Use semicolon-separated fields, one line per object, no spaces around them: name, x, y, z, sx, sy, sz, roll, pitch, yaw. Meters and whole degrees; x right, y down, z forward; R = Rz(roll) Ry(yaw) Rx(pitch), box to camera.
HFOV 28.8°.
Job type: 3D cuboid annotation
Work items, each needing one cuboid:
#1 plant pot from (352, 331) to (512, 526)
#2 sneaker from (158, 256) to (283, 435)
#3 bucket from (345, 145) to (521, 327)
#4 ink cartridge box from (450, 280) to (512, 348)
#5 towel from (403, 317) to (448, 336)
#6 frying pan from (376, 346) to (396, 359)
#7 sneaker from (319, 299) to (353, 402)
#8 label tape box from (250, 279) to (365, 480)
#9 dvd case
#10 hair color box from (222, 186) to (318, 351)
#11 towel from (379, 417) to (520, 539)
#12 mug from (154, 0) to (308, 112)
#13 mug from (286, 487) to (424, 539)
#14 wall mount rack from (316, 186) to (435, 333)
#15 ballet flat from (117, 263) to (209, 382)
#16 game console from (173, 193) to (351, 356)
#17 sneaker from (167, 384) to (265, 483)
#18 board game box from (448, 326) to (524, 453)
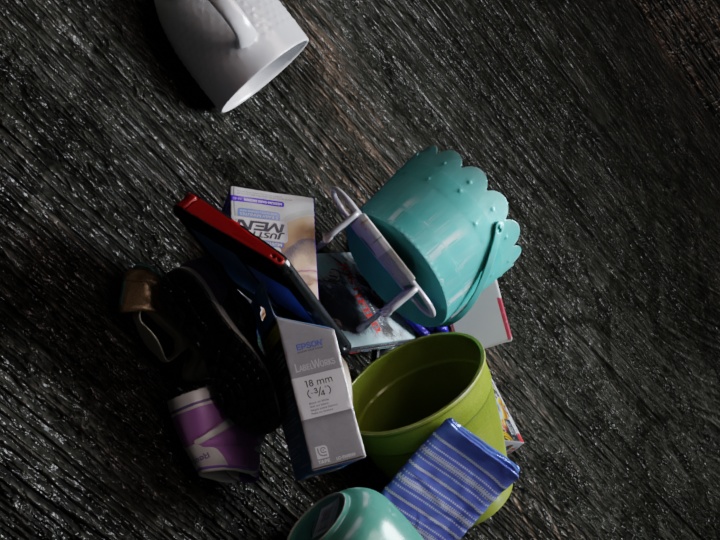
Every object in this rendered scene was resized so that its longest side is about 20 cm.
plant pot;0.102;0.216;1.770;0.194;0.198;0.201;63;28;-24
sneaker;-0.128;0.074;1.493;0.202;0.075;0.087;61;31;-1
bucket;0.088;-0.037;1.764;0.135;0.206;0.208;-40;104;-23
ink cartridge box;0.147;0.001;2.007;0.201;0.082;0.147;-100;172;-59
towel;0.067;0.001;1.955;0.148;0.049;0.201;44;18;-29
frying pan;0.053;0.110;1.923;0.114;0.031;0.193;19;54;-54
sneaker;-0.074;0.097;1.706;0.075;0.070;0.202;-2;63;-40
label tape box;-0.058;0.113;1.483;0.144;0.062;0.203;131;-55;-75
dvd case;-0.010;0.040;1.854;0.199;0.022;0.147;-1;57;-58
hair color box;-0.109;0.002;1.667;0.108;0.065;0.202;7;56;-17
towel;0.088;0.282;1.683;0.144;0.200;0.024;37;6;-34
mug;-0.173;-0.316;1.749;0.176;0.147;0.200;51;-5;-2
mug;-0.020;0.312;1.539;0.152;0.184;0.115;-47;108;-17
wall mount rack;0.000;0.000;1.716;0.201;0.074;0.174;52;-12;0
ballet flat;-0.191;0.076;1.532;0.200;0.067;0.073;43;55;-32
game console;-0.105;0.006;1.486;0.176;0.031;0.200;35;-12;35
sneaker;-0.124;0.174;1.549;0.199;0.072;0.116;-16;81;-49
board game box;0.147;0.162;1.981;0.126;0.035;0.202;15;43;-53
